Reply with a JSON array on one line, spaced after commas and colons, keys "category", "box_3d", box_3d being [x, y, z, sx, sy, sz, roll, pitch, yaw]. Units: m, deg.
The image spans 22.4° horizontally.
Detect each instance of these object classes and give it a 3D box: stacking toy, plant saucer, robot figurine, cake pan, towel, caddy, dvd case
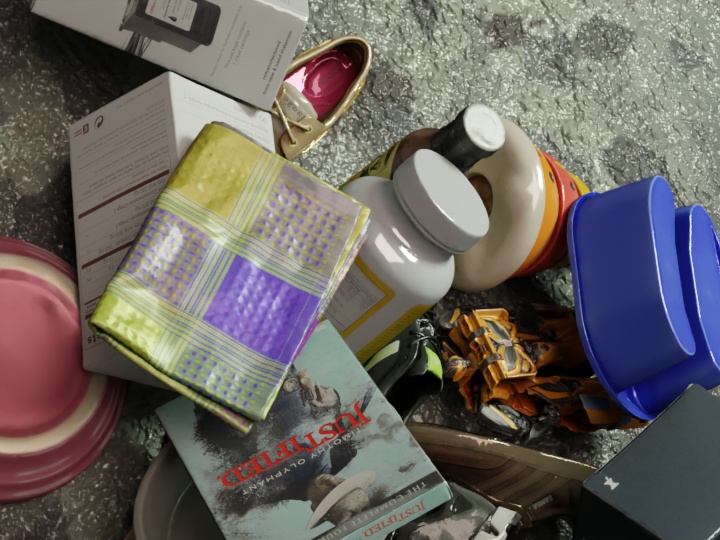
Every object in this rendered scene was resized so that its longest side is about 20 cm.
[{"category": "stacking toy", "box_3d": [0.152, -0.049, 1.562, 0.199, 0.146, 0.147, 7, 68, -45]}, {"category": "plant saucer", "box_3d": [-0.262, 0.066, 1.327, 0.199, 0.051, 0.202, 10, 68, -24]}, {"category": "robot figurine", "box_3d": [0.153, 0.079, 1.512, 0.199, 0.058, 0.146, 5, 45, -36]}, {"category": "cake pan", "box_3d": [-0.058, 0.155, 1.255, 0.200, 0.199, 0.037, -48, 134, -32]}, {"category": "towel", "box_3d": [-0.087, -0.002, 1.264, 0.143, 0.023, 0.201, 33, 58, -6]}, {"category": "caddy", "box_3d": [0.229, 0.021, 1.491, 0.141, 0.105, 0.201, 28, 49, -44]}, {"category": "dvd case", "box_3d": [-0.043, 0.123, 1.235, 0.145, 0.022, 0.200, -27, 40, -8]}]

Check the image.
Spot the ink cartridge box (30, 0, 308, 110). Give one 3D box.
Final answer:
[{"category": "ink cartridge box", "box_3d": [-0.146, -0.215, 1.416, 0.199, 0.084, 0.145, 22, 18, -9]}]

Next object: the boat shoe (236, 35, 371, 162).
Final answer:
[{"category": "boat shoe", "box_3d": [-0.062, -0.130, 1.492, 0.074, 0.069, 0.200, 44, 58, -7]}]

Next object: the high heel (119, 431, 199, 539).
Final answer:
[{"category": "high heel", "box_3d": [-0.172, 0.187, 1.315, 0.142, 0.071, 0.202, 8, 77, -31]}]

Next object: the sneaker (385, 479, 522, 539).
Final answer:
[{"category": "sneaker", "box_3d": [0.036, 0.244, 1.412, 0.090, 0.067, 0.200, 36, 69, 9]}]

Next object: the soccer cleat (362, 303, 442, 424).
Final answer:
[{"category": "soccer cleat", "box_3d": [0.038, 0.060, 1.456, 0.067, 0.081, 0.201, 38, 62, -41]}]

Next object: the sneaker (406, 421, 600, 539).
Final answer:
[{"category": "sneaker", "box_3d": [0.114, 0.176, 1.474, 0.199, 0.070, 0.076, 15, 86, -12]}]

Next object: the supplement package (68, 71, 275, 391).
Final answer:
[{"category": "supplement package", "box_3d": [-0.134, -0.024, 1.358, 0.117, 0.117, 0.201, 19, 56, -49]}]

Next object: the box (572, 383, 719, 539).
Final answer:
[{"category": "box", "box_3d": [0.249, 0.219, 1.439, 0.107, 0.201, 0.148, 33, 52, 30]}]

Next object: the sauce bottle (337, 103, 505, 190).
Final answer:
[{"category": "sauce bottle", "box_3d": [0.044, -0.073, 1.448, 0.064, 0.200, 0.065, 15, 61, -29]}]

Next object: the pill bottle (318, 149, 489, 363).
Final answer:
[{"category": "pill bottle", "box_3d": [0.000, 0.000, 1.388, 0.112, 0.200, 0.112, 37, 28, -24]}]
